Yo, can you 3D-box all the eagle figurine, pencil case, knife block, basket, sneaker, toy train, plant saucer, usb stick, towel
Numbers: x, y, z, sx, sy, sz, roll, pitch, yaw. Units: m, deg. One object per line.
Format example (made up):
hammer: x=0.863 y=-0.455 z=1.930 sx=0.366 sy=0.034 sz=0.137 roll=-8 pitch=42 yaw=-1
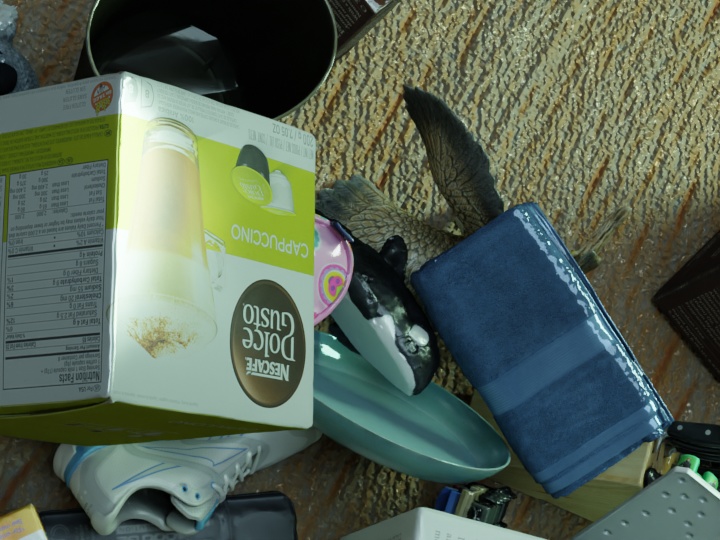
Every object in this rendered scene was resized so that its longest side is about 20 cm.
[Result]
eagle figurine: x=0.078 y=-0.026 z=1.686 sx=0.199 sy=0.151 sz=0.153 roll=29 pitch=77 yaw=-24
pencil case: x=-0.077 y=-0.008 z=1.573 sx=0.087 sy=0.200 sz=0.088 roll=-1 pitch=93 yaw=-23
knife block: x=0.192 y=0.134 z=1.656 sx=0.199 sy=0.175 sz=0.064 roll=24 pitch=68 yaw=-14
basket: x=-0.134 y=-0.132 z=1.583 sx=0.179 sy=0.200 sz=0.137 roll=-12 pitch=80 yaw=-25
sneaker: x=-0.111 y=0.144 z=1.573 sx=0.199 sy=0.075 sz=0.087 roll=-13 pitch=52 yaw=-23
toy train: x=0.082 y=0.168 z=1.603 sx=0.046 sy=0.200 sz=0.034 roll=19 pitch=89 yaw=8
plant saucer: x=0.014 y=0.100 z=1.605 sx=0.199 sy=0.200 sz=0.028 roll=23 pitch=104 yaw=-15
usb stick: x=-0.138 y=0.191 z=1.589 sx=0.199 sy=0.033 sz=0.056 roll=-3 pitch=84 yaw=-22
towel: x=0.129 y=0.057 z=1.609 sx=0.111 sy=0.049 sz=0.201 roll=-32 pitch=96 yaw=9

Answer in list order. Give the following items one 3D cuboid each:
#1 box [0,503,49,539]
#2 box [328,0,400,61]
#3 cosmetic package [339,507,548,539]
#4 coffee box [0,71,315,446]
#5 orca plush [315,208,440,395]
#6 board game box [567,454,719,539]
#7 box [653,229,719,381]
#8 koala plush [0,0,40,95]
box: x=-0.236 y=0.272 z=1.508 sx=0.118 sy=0.041 sz=0.201 roll=-24 pitch=84 yaw=-9
box: x=-0.030 y=-0.213 z=1.647 sx=0.075 sy=0.200 sz=0.100 roll=-40 pitch=92 yaw=-23
cosmetic package: x=0.086 y=0.272 z=1.516 sx=0.199 sy=0.165 sz=0.166 roll=18 pitch=71 yaw=-16
coffee box: x=-0.162 y=0.003 z=1.414 sx=0.199 sy=0.199 sz=0.199 roll=14 pitch=73 yaw=-53
orca plush: x=0.000 y=0.000 z=1.644 sx=0.071 sy=0.106 sz=0.200 roll=-35 pitch=56 yaw=-20
board game box: x=0.252 y=0.238 z=1.646 sx=0.200 sy=0.200 sz=0.026 roll=38 pitch=46 yaw=-9
box: x=0.371 y=0.013 z=1.747 sx=0.166 sy=0.200 sz=0.164 roll=-41 pitch=93 yaw=-25
koala plush: x=-0.306 y=-0.118 z=1.554 sx=0.199 sy=0.183 sz=0.178 roll=-17 pitch=89 yaw=-46
